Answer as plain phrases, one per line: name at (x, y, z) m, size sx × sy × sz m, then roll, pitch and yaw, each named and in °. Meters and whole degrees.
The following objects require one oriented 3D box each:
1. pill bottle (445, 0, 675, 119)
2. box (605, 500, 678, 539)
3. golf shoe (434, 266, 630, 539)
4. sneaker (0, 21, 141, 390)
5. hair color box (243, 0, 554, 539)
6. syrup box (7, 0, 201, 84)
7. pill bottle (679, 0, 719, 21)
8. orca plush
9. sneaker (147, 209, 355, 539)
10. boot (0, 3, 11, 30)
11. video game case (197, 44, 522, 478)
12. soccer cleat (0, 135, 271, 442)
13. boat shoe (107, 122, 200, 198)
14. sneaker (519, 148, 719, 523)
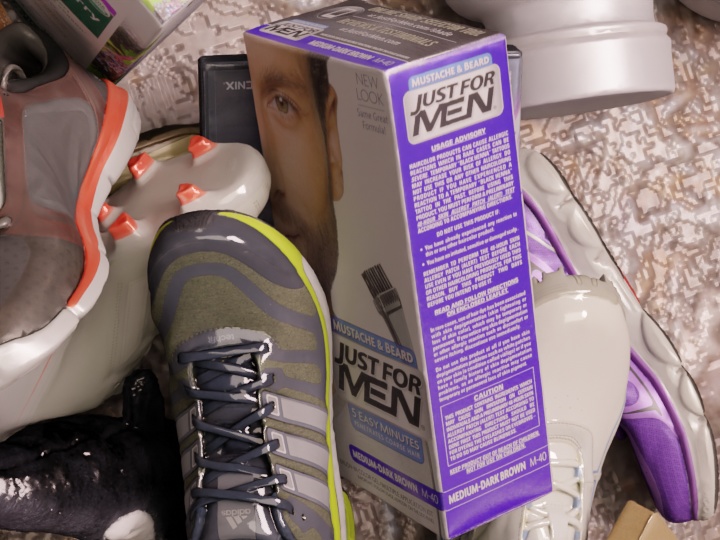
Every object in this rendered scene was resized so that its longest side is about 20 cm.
pill bottle at (0.090, -0.176, 0.909) m, size 0.119 × 0.120 × 0.202 m, roll -7°, pitch 89°, yaw -14°
box at (0.097, 0.216, 0.882) m, size 0.021 × 0.164 × 0.201 m, roll 27°, pitch 79°, yaw 28°
golf shoe at (0.085, 0.100, 0.864) m, size 0.078 × 0.097 × 0.201 m, roll 3°, pitch 118°, yaw -16°
sneaker at (-0.148, -0.028, 0.777) m, size 0.077 × 0.201 × 0.082 m, roll -29°, pitch 121°, yaw 23°
hair color box at (0.016, -0.003, 0.802) m, size 0.065 × 0.109 × 0.201 m, roll -19°, pitch 113°, yaw -29°
syrup box at (-0.098, -0.140, 0.819) m, size 0.081 × 0.200 × 0.079 m, roll -44°, pitch 98°, yaw -12°
pill bottle at (0.214, -0.178, 0.897) m, size 0.113 × 0.200 × 0.114 m, roll 1°, pitch 87°, yaw -14°
orca plush at (-0.117, 0.068, 0.815) m, size 0.199 × 0.105 × 0.071 m, roll 18°, pitch 96°, yaw -51°
sneaker at (-0.043, 0.070, 0.785) m, size 0.073 × 0.081 × 0.201 m, roll -10°, pitch 115°, yaw 10°
boot at (-0.235, -0.096, 0.852) m, size 0.154 × 0.074 × 0.201 m, roll -37°, pitch 107°, yaw -12°
video game case at (0.000, 0.000, 0.875) m, size 0.142 × 0.019 × 0.201 m, roll -3°, pitch 109°, yaw -9°
soccer cleat at (-0.108, 0.012, 0.845) m, size 0.199 × 0.069 × 0.078 m, roll -31°, pitch 118°, yaw 24°
boat shoe at (-0.039, -0.047, 0.899) m, size 0.199 × 0.072 × 0.068 m, roll -18°, pitch 99°, yaw -7°
sneaker at (0.104, 0.040, 0.936) m, size 0.083 × 0.081 × 0.201 m, roll -34°, pitch 88°, yaw 4°
